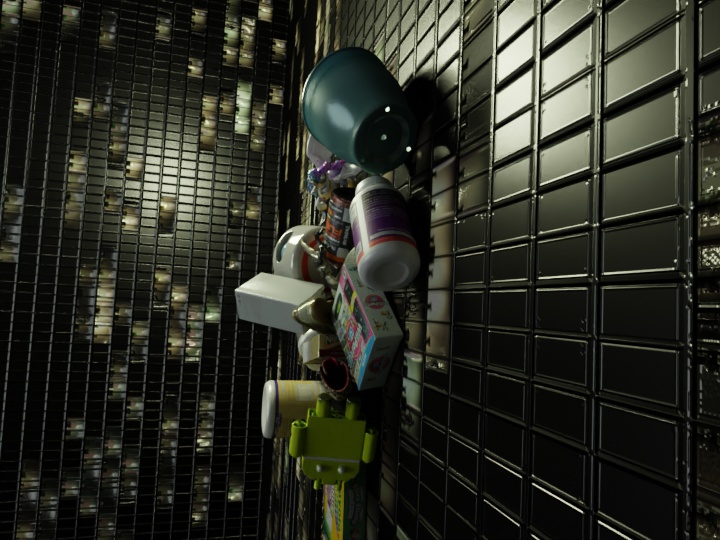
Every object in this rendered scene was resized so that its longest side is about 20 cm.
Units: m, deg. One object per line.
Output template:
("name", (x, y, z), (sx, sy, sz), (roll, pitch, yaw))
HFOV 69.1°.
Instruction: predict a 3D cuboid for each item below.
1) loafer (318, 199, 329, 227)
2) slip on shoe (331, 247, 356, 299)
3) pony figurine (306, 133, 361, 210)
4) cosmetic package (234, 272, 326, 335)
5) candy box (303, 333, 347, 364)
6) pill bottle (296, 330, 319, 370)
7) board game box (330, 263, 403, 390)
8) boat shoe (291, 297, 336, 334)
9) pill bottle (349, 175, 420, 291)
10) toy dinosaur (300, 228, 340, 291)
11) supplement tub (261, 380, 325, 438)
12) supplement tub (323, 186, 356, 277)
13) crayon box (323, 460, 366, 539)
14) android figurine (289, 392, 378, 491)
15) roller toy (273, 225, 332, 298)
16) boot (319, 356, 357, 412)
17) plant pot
("loafer", (-0.089, -0.132, 1.530), (0.063, 0.069, 0.207), (61, -143, -83))
("slip on shoe", (0.000, 0.000, 1.158), (0.075, 0.060, 0.201), (57, 138, 20))
("pony figurine", (-0.061, -0.233, 1.262), (0.200, 0.163, 0.198), (62, -129, -70))
("cosmetic package", (-0.188, 0.075, 1.245), (0.112, 0.195, 0.084), (-37, -48, -51))
("candy box", (-0.067, 0.192, 1.253), (0.200, 0.112, 0.057), (138, 134, -68))
("pill bottle", (-0.128, 0.187, 1.487), (0.202, 0.107, 0.114), (-112, 30, -57))
("board game box", (0.007, 0.108, 1.049), (0.202, 0.062, 0.150), (-117, 32, -43))
("boat shoe", (-0.088, 0.104, 1.184), (0.200, 0.061, 0.076), (41, -142, -64))
("pill bottle", (0.039, -0.072, 0.941), (0.114, 0.109, 0.204), (112, 157, -47))
("toy dinosaur", (-0.091, -0.038, 1.179), (0.201, 0.046, 0.090), (51, 142, 35))
("supplement tub", (-0.160, 0.369, 1.394), (0.145, 0.194, 0.151), (-176, 90, -75))
("supplement tub", (-0.033, -0.081, 1.215), (0.108, 0.104, 0.206), (-116, 33, -61))
("crayon box", (-0.037, 0.504, 1.174), (0.172, 0.056, 0.207), (150, 123, -72))
("android figurine", (-0.055, 0.351, 1.057), (0.041, 0.176, 0.207), (-116, 35, -76))
("roller toy", (-0.129, -0.024, 1.367), (0.138, 0.197, 0.188), (9, 116, 51))
("boot", (-0.049, 0.251, 1.161), (0.202, 0.071, 0.154), (-113, 7, -52))
("plant pot", (0.011, -0.286, 0.987), (0.189, 0.195, 0.204), (54, 140, 43))
